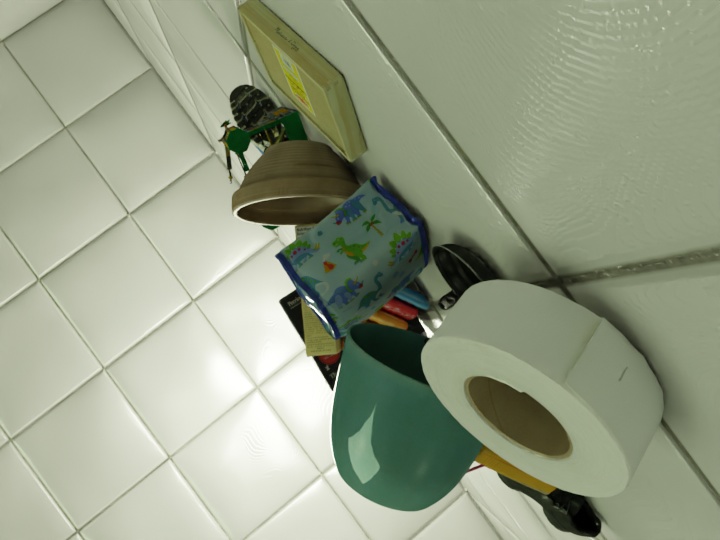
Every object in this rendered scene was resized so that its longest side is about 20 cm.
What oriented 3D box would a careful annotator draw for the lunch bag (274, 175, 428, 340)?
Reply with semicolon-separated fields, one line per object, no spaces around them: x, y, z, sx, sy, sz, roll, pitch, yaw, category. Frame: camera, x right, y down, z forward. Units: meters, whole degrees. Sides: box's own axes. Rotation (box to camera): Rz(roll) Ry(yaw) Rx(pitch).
0.000;0.000;0.850;0.128;0.169;0.200;48;173;28;lunch bag

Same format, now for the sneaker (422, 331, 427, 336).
0.036;0.113;1.241;0.198;0.088;0.081;29;131;17;sneaker

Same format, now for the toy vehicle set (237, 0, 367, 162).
-0.071;-0.234;0.777;0.200;0.026;0.125;49;171;30;toy vehicle set

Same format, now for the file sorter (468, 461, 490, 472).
0.117;0.233;1.051;0.139;0.124;0.203;165;90;-74;file sorter

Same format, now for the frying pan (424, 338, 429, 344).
0.152;0.094;0.673;0.115;0.031;0.190;43;159;-6;frying pan

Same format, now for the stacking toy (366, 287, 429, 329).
0.020;0.113;1.036;0.109;0.202;0.116;23;179;-15;stacking toy

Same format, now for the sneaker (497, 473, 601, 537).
0.291;0.331;0.964;0.199;0.076;0.091;40;165;-10;sneaker

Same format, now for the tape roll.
0.153;0.103;0.554;0.201;0.071;0.203;34;154;19;tape roll

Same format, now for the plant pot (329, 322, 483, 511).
0.052;0.176;0.744;0.198;0.163;0.201;19;-171;-3;plant pot

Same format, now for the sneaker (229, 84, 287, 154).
-0.166;-0.236;1.131;0.201;0.078;0.089;55;169;-13;sneaker

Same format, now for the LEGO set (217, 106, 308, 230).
-0.145;-0.174;1.037;0.201;0.153;0.116;61;169;-26;LEGO set

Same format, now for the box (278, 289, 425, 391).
-0.019;0.081;1.140;0.184;0.199;0.104;58;172;-2;box

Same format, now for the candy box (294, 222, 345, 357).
-0.061;0.030;1.021;0.115;0.054;0.203;10;-106;-83;candy box

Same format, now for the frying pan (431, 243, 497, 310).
0.129;0.031;0.729;0.115;0.031;0.191;47;170;28;frying pan

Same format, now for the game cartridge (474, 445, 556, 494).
0.180;0.213;0.889;0.199;0.032;0.177;35;-163;-40;game cartridge

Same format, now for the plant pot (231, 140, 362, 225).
-0.088;-0.128;0.917;0.201;0.198;0.094;118;149;-81;plant pot
